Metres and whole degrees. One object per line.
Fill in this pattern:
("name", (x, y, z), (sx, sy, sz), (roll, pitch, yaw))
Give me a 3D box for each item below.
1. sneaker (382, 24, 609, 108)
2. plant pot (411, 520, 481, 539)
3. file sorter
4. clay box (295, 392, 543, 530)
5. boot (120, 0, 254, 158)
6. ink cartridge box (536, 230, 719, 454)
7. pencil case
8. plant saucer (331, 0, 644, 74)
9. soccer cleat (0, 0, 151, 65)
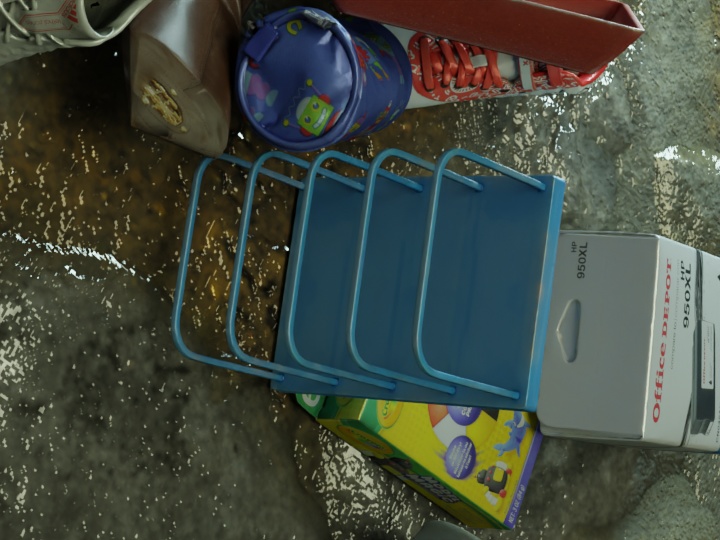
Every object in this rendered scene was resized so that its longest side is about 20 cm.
("sneaker", (0.082, -0.147, 1.327), (0.200, 0.107, 0.068), (-8, 95, -43))
("plant pot", (0.052, 0.293, 1.258), (0.173, 0.200, 0.201), (-42, 118, -17))
("file sorter", (0.000, 0.000, 1.175), (0.122, 0.199, 0.140), (19, 77, -50))
("clay box", (0.047, 0.082, 1.333), (0.200, 0.047, 0.116), (38, 63, -38))
("boot", (-0.115, -0.184, 1.127), (0.187, 0.064, 0.201), (52, 36, -33))
("ink cartridge box", (0.210, 0.056, 1.431), (0.199, 0.084, 0.146), (13, 80, -59))
("pencil case", (-0.022, -0.117, 1.188), (0.087, 0.078, 0.200), (50, 12, 2))
("plant saucer", (0.071, -0.165, 1.220), (0.200, 0.198, 0.037), (-69, 173, -77))
("soccer cleat", (-0.169, -0.145, 1.045), (0.086, 0.199, 0.069), (-108, 171, -46))
